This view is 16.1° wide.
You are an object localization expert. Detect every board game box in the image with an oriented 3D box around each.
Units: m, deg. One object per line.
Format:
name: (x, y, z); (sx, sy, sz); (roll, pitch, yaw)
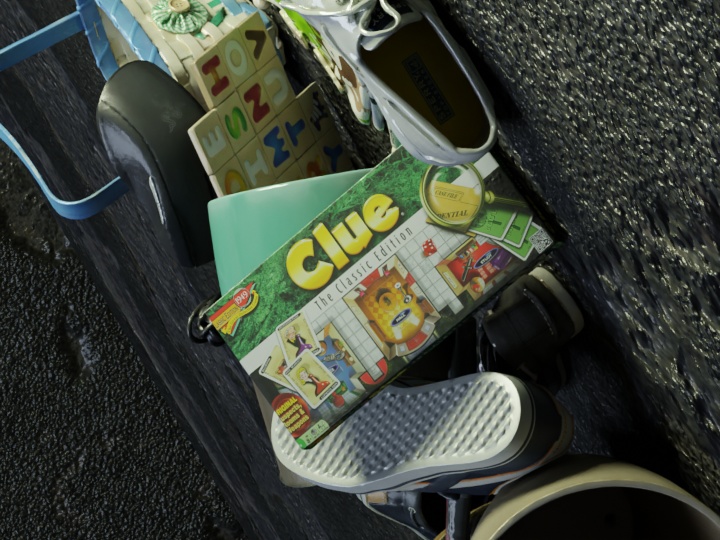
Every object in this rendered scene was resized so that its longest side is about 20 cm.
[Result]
board game box: (0.012, 0.004, 1.491); (0.105, 0.200, 0.023); (53, -164, 13)

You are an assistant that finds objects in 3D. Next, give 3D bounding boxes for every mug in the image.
mug: (0.001, 0.000, 1.598); (0.152, 0.184, 0.115); (-13, 86, 61)

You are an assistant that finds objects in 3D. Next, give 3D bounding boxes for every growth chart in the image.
growth chart: (-0.026, -0.155, 1.636); (0.200, 0.018, 0.145); (50, 168, 34)

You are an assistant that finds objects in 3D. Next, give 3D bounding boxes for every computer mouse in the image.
computer mouse: (-0.087, -0.062, 1.684); (0.046, 0.140, 0.201); (2, 123, 46)

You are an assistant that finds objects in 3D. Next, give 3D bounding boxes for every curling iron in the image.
curling iron: (0.065, 0.119, 1.623); (0.050, 0.025, 0.201); (-56, -33, -57)

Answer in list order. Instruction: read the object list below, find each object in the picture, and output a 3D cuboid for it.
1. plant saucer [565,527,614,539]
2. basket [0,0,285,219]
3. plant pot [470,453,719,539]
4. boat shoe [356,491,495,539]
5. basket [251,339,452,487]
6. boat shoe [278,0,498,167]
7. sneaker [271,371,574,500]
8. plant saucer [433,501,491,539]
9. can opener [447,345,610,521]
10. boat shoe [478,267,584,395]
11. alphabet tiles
plant saucer: (0.139, 0.227, 1.760); (0.200, 0.039, 0.202); (11, 137, 10)
basket: (-0.165, -0.136, 1.797); (0.176, 0.199, 0.139); (46, 166, 37)
plant pot: (0.138, 0.189, 1.570); (0.188, 0.187, 0.200); (58, -177, -13)
boat shoe: (0.073, 0.171, 1.882); (0.062, 0.075, 0.200); (15, 174, 37)
basket: (-0.025, 0.025, 1.836); (0.135, 0.180, 0.201); (-11, 107, 40)
boat shoe: (0.008, -0.140, 1.382); (0.203, 0.074, 0.086); (56, 170, -11)
sneaker: (0.039, 0.102, 1.552); (0.199, 0.079, 0.079); (-2, 167, 40)
plant saucer: (0.085, 0.254, 1.853); (0.035, 0.200, 0.201); (22, 148, 47)
can opener: (0.122, 0.142, 1.791); (0.201, 0.078, 0.063); (60, -153, -6)
boat shoe: (0.095, 0.050, 1.601); (0.067, 0.057, 0.200); (53, 169, 12)
alphabet tiles: (-0.051, -0.067, 1.707); (0.008, 0.167, 0.201); (-14, 108, 30)
